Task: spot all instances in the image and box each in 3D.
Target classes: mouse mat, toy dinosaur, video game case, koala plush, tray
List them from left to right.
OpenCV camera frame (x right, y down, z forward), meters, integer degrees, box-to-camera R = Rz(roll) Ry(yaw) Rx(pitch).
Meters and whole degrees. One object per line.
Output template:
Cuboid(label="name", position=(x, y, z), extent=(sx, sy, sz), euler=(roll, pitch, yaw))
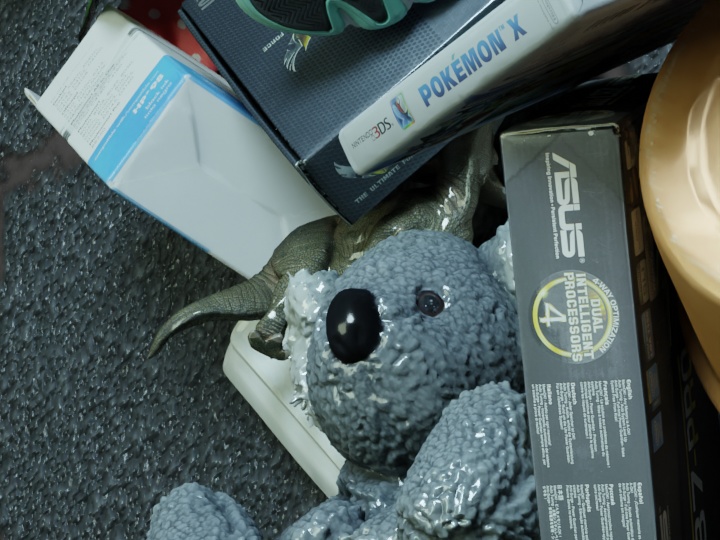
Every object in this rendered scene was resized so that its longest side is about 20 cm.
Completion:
Cuboid(label="mouse mat", position=(-0.112, -0.203, 1.493), extent=(0.200, 0.008, 0.161), euler=(157, 132, -80))
Cuboid(label="tray", position=(-0.007, 0.039, 1.367), extent=(0.107, 0.022, 0.200), euler=(-54, 32, 6))
Cuboid(label="toy dinosaur", position=(0.000, 0.000, 1.321), extent=(0.200, 0.077, 0.102), euler=(-34, 20, 20))
Cuboid(label="koala plush", position=(0.024, 0.071, 1.188), extent=(0.177, 0.184, 0.200), euler=(-21, 52, 26))
Cuboid(label="video game case", position=(0.109, -0.100, 1.021), extent=(0.022, 0.200, 0.182), euler=(64, 154, 3))

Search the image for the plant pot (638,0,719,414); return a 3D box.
Cuboid(label="plant pot", position=(0.180, -0.023, 0.973), extent=(0.200, 0.140, 0.200), euler=(-13, 64, 27))

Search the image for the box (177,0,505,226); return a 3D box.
Cuboid(label="box", position=(0.029, -0.133, 1.318), extent=(0.200, 0.051, 0.158), euler=(-40, 40, 3))

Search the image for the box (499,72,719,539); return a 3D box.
Cuboid(label="box", position=(0.097, 0.035, 1.071), extent=(0.049, 0.161, 0.200), euler=(-4, 98, 18))

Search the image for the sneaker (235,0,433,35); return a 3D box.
Cuboid(label="sneaker", position=(0.021, -0.188, 1.280), extent=(0.200, 0.078, 0.140), euler=(-28, 38, 0))

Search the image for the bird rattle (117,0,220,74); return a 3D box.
Cuboid(label="bird rattle", position=(-0.047, -0.169, 1.479), extent=(0.163, 0.113, 0.200), euler=(40, 114, 37))

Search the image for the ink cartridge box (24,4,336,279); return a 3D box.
Cuboid(label="ink cartridge box", position=(-0.085, -0.064, 1.442), extent=(0.067, 0.116, 0.200), euler=(-55, 25, 4))
